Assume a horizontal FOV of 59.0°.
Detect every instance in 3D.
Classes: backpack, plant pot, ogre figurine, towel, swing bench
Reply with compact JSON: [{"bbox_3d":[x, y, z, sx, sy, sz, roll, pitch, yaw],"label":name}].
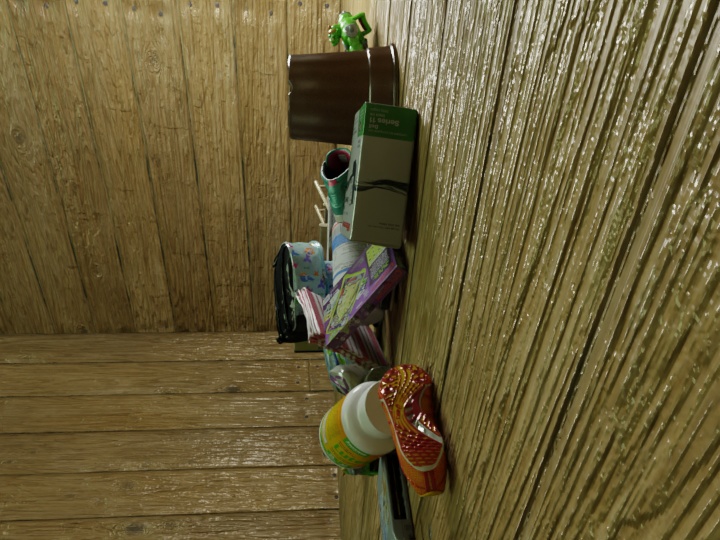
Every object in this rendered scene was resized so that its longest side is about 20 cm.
[{"bbox_3d":[-0.117,0.038,1.356,0.178,0.148,0.203,134,126,-64],"label":"backpack"},{"bbox_3d":[-0.038,-0.323,1.193,0.200,0.194,0.204,-179,90,-85],"label":"plant pot"},{"bbox_3d":[0.002,0.355,1.295,0.200,0.096,0.122,95,171,-70],"label":"ogre figurine"},{"bbox_3d":[-0.021,0.192,1.424,0.200,0.151,0.166,131,134,-63],"label":"backpack"},{"bbox_3d":[-0.017,-0.533,1.493,0.201,0.096,0.121,-74,-27,-49],"label":"ogre figurine"},{"bbox_3d":[-0.033,0.121,1.208,0.030,0.199,0.147,-46,34,16],"label":"towel"},{"bbox_3d":[-0.105,-0.207,2.402,0.200,0.127,0.203,103,161,-66],"label":"swing bench"}]

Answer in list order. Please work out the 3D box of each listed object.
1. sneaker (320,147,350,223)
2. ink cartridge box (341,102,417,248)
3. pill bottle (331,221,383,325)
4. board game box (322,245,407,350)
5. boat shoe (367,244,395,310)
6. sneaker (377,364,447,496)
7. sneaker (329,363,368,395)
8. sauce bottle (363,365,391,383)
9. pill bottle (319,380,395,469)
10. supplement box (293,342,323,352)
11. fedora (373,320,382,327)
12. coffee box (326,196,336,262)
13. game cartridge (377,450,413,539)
[{"bbox_3d":[-0.020,-0.192,1.270,0.201,0.082,0.122,-61,-43,-54],"label":"sneaker"},{"bbox_3d":[0.025,-0.143,0.983,0.147,0.081,0.204,-140,57,-81],"label":"ink cartridge box"},{"bbox_3d":[0.000,0.000,1.249,0.113,0.110,0.203,99,170,-61],"label":"pill bottle"},{"bbox_3d":[0.002,0.029,1.092,0.200,0.032,0.121,-49,25,26],"label":"board game box"},{"bbox_3d":[0.032,-0.024,1.164,0.071,0.061,0.204,111,157,-71],"label":"boat shoe"},{"bbox_3d":[0.062,0.191,0.787,0.201,0.072,0.078,-93,-5,-60],"label":"sneaker"},{"bbox_3d":[-0.001,0.198,1.240,0.100,0.075,0.200,-48,-17,-3],"label":"sneaker"},{"bbox_3d":[0.031,0.238,1.171,0.201,0.063,0.066,96,172,-62],"label":"sauce bottle"},{"bbox_3d":[0.011,0.243,1.017,0.200,0.109,0.113,127,145,-57],"label":"pill bottle"},{"bbox_3d":[-0.086,0.125,1.738,0.201,0.196,0.136,102,166,-61],"label":"supplement box"},{"bbox_3d":[-0.003,0.033,1.394,0.200,0.089,0.180,-106,17,-72],"label":"fedora"},{"bbox_3d":[-0.021,-0.086,1.483,0.080,0.112,0.203,-98,10,-58],"label":"coffee box"},{"bbox_3d":[0.055,0.398,1.060,0.201,0.041,0.135,-97,13,-54],"label":"game cartridge"}]
